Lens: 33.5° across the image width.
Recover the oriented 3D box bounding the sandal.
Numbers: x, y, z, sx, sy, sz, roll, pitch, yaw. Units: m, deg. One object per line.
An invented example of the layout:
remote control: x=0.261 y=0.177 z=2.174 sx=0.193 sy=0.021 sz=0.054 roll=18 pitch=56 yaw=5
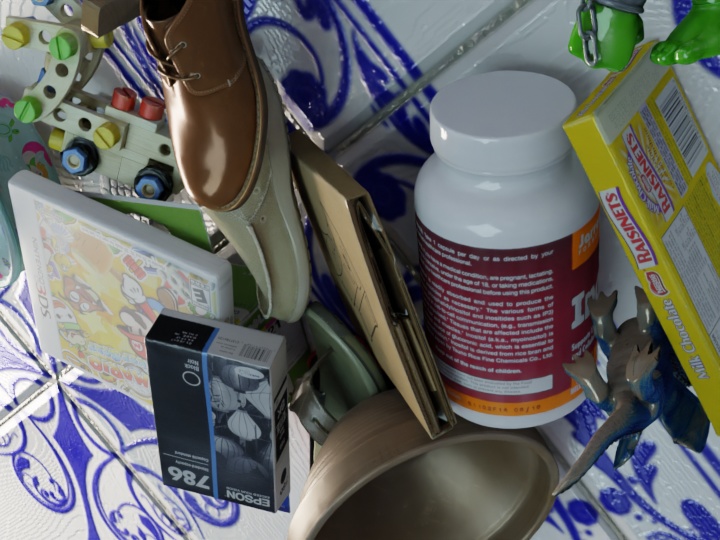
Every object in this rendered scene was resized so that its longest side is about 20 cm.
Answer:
sandal: x=-0.022 y=0.113 z=0.899 sx=0.080 sy=0.057 sz=0.203 roll=39 pitch=142 yaw=39

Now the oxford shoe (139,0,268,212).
oxford shoe: x=-0.101 y=-0.127 z=0.703 sx=0.071 sy=0.071 sz=0.202 roll=6 pitch=112 yaw=26

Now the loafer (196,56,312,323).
loafer: x=-0.078 y=-0.049 z=0.820 sx=0.076 sy=0.068 sz=0.202 roll=-116 pitch=15 yaw=-57

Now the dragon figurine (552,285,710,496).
dragon figurine: x=0.164 y=0.076 z=0.686 sx=0.058 sy=0.201 sz=0.100 roll=-17 pitch=118 yaw=29

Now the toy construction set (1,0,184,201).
toy construction set: x=-0.171 y=-0.124 z=0.879 sx=0.199 sy=0.092 sz=0.132 roll=27 pitch=117 yaw=17

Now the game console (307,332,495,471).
game console: x=0.035 y=0.151 z=0.966 sx=0.175 sy=0.031 sz=0.202 roll=19 pitch=131 yaw=21

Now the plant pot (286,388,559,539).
plant pot: x=0.033 y=0.151 z=0.851 sx=0.093 sy=0.199 sz=0.202 roll=-119 pitch=28 yaw=-42

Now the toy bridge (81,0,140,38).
toy bridge: x=-0.168 y=-0.187 z=0.836 sx=0.199 sy=0.067 sz=0.027 roll=33 pitch=136 yaw=16

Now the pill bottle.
pill bottle: x=0.091 y=-0.012 z=0.735 sx=0.112 sy=0.113 sz=0.202 roll=15 pitch=129 yaw=29

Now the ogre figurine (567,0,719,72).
ogre figurine: x=0.190 y=-0.167 z=0.551 sx=0.198 sy=0.098 sz=0.121 roll=-5 pitch=108 yaw=31

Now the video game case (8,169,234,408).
video game case: x=-0.181 y=0.032 z=0.928 sx=0.198 sy=0.023 sz=0.183 roll=23 pitch=135 yaw=21

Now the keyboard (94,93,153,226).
keyboard: x=-0.197 y=-0.052 z=1.002 sx=0.056 sy=0.011 sz=0.202 roll=24 pitch=132 yaw=22

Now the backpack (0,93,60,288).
backpack: x=-0.353 y=-0.066 z=1.022 sx=0.198 sy=0.151 sz=0.179 roll=3 pitch=121 yaw=30

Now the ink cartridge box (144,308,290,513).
ink cartridge box: x=-0.104 y=0.122 z=0.903 sx=0.098 sy=0.039 sz=0.201 roll=11 pitch=132 yaw=12

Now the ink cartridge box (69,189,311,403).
ink cartridge box: x=-0.132 y=0.012 z=0.949 sx=0.147 sy=0.076 sz=0.202 roll=9 pitch=127 yaw=33

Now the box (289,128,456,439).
box: x=0.000 y=0.000 z=0.792 sx=0.200 sy=0.021 sz=0.165 roll=-129 pitch=16 yaw=-68

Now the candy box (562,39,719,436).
candy box: x=0.183 y=-0.018 z=0.667 sx=0.026 sy=0.102 sz=0.201 roll=-15 pitch=111 yaw=44
